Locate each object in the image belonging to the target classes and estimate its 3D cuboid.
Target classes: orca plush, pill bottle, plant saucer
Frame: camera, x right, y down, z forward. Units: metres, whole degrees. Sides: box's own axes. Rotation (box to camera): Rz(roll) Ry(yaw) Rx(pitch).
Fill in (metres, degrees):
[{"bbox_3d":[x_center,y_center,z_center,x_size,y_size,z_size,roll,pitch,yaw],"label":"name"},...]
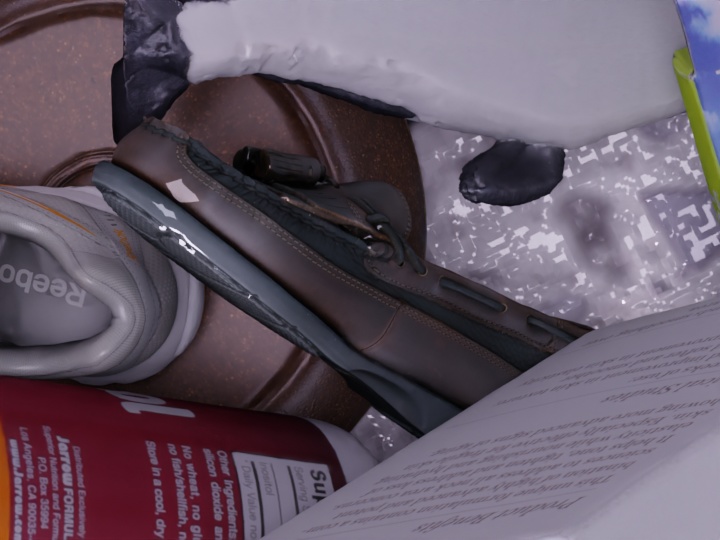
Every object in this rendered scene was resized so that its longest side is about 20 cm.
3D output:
[{"bbox_3d":[0.016,-0.069,0.936,0.200,0.071,0.105,-16,98,-16],"label":"orca plush"},{"bbox_3d":[-0.060,0.095,0.903,0.200,0.113,0.113,10,96,-29],"label":"pill bottle"},{"bbox_3d":[-0.079,-0.012,0.969,0.200,0.034,0.201,0,95,4],"label":"plant saucer"}]

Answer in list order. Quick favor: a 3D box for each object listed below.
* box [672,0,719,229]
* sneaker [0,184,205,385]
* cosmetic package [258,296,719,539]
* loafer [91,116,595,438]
[{"bbox_3d":[0.176,-0.011,0.917,0.122,0.048,0.200,-18,103,1],"label":"box"},{"bbox_3d":[-0.151,-0.005,0.914,0.200,0.092,0.076,5,94,5],"label":"sneaker"},{"bbox_3d":[0.092,0.113,0.833,0.167,0.200,0.167,-15,101,49],"label":"cosmetic package"},{"bbox_3d":[0.000,0.000,0.911,0.200,0.072,0.063,38,84,-40],"label":"loafer"}]
